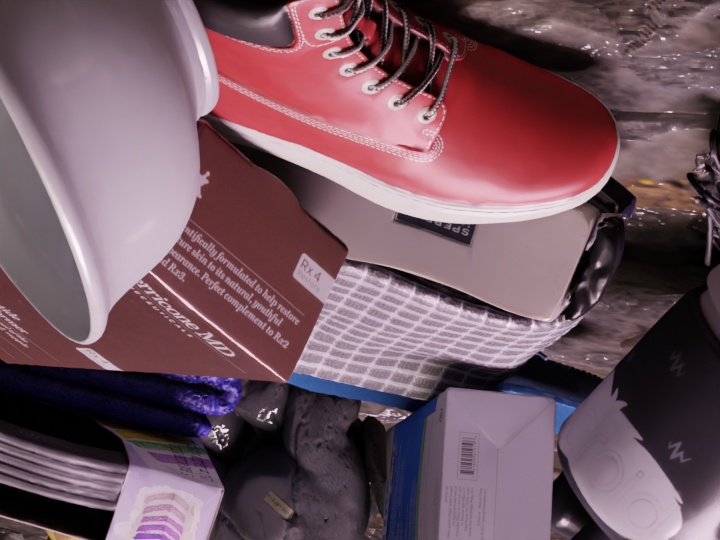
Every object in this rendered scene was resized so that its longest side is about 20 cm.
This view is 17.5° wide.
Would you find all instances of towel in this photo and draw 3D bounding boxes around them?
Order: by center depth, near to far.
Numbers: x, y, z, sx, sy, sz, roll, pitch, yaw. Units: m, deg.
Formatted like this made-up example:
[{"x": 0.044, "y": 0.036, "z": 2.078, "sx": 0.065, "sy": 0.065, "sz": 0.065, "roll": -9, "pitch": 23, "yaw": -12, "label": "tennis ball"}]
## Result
[{"x": 0.000, "y": 0.000, "z": 1.145, "sx": 0.199, "sy": 0.086, "sz": 0.166, "roll": 13, "pitch": 162, "yaw": -11, "label": "towel"}, {"x": -0.157, "y": 0.037, "z": 1.262, "sx": 0.147, "sy": 0.050, "sz": 0.200, "roll": 9, "pitch": -169, "yaw": -21, "label": "towel"}]

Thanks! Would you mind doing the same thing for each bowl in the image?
[{"x": -0.115, "y": -0.081, "z": 0.863, "sx": 0.090, "sy": 0.201, "sz": 0.201, "roll": -31, "pitch": 173, "yaw": -17, "label": "bowl"}]

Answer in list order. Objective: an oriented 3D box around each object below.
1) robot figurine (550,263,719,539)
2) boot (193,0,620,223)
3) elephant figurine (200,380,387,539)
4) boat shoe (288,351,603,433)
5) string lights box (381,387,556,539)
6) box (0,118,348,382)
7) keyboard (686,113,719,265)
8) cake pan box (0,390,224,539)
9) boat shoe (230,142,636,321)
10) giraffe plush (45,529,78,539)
[{"x": 0.179, "y": 0.081, "z": 1.140, "sx": 0.150, "sy": 0.200, "sz": 0.125, "roll": 48, "pitch": -159, "yaw": 19, "label": "robot figurine"}, {"x": 0.014, "y": -0.082, "z": 0.904, "sx": 0.199, "sy": 0.073, "sz": 0.144, "roll": 15, "pitch": 161, "yaw": -4, "label": "boot"}, {"x": -0.023, "y": 0.127, "z": 1.394, "sx": 0.141, "sy": 0.156, "sz": 0.200, "roll": 14, "pitch": 170, "yaw": 26, "label": "elephant figurine"}, {"x": 0.050, "y": 0.040, "z": 1.287, "sx": 0.200, "sy": 0.069, "sz": 0.084, "roll": 17, "pitch": 153, "yaw": -25, "label": "boat shoe"}, {"x": 0.051, "y": 0.125, "z": 1.230, "sx": 0.059, "sy": 0.103, "sz": 0.200, "roll": 5, "pitch": 170, "yaw": -7, "label": "string lights box"}, {"x": -0.113, "y": -0.008, "z": 1.014, "sx": 0.200, "sy": 0.075, "sz": 0.100, "roll": -1, "pitch": 147, "yaw": 45, "label": "box"}, {"x": 0.185, "y": -0.051, "z": 0.991, "sx": 0.104, "sy": 0.040, "sz": 0.200, "roll": -18, "pitch": 156, "yaw": 9, "label": "keyboard"}, {"x": -0.173, "y": 0.086, "z": 1.211, "sx": 0.184, "sy": 0.052, "sz": 0.200, "roll": 16, "pitch": -172, "yaw": -12, "label": "cake pan box"}, {"x": 0.028, "y": -0.038, "z": 1.033, "sx": 0.200, "sy": 0.075, "sz": 0.093, "roll": 27, "pitch": -162, "yaw": 14, "label": "boat shoe"}, {"x": -0.192, "y": 0.078, "z": 1.437, "sx": 0.162, "sy": 0.173, "sz": 0.200, "roll": 20, "pitch": -153, "yaw": 8, "label": "giraffe plush"}]
